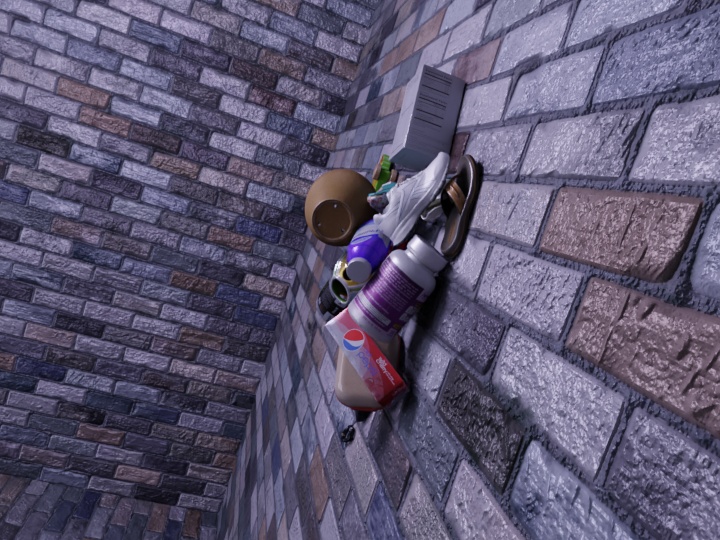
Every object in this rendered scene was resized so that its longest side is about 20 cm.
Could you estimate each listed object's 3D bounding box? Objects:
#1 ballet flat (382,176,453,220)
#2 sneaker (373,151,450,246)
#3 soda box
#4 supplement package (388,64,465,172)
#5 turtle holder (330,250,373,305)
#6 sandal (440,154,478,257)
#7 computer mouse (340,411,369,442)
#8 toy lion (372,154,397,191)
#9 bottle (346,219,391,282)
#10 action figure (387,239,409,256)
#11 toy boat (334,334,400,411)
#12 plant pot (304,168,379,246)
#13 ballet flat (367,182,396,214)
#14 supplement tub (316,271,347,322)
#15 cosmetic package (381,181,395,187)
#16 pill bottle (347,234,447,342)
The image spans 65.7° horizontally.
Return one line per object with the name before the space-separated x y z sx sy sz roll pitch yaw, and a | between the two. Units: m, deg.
ballet flat | 0.120 -0.129 1.164 0.199 0.069 0.070 -22 48 43
sneaker | 0.100 -0.147 1.071 0.201 0.087 0.075 -54 -4 5
soda box | 0.013 0.170 1.092 0.063 0.070 0.200 -37 59 -3
supplement package | 0.152 -0.342 1.280 0.114 0.108 0.202 163 122 -74
turtle holder | 0.004 0.010 1.321 0.131 0.142 0.185 -33 0 -29
sandal | 0.175 -0.127 1.051 0.082 0.054 0.202 178 107 -76
computer mouse | -0.015 0.341 1.305 0.059 0.034 0.201 -92 22 -51
toy lion | 0.052 -0.252 1.697 0.192 0.068 0.202 -98 27 -75
bottle | 0.015 -0.042 1.139 0.083 0.066 0.200 -18 21 21
action figure | 0.104 -0.091 1.267 0.099 0.064 0.202 137 148 -81
toy boat | 0.022 0.208 1.191 0.131 0.129 0.202 71 -157 -59
plant pot | -0.051 -0.132 1.283 0.200 0.184 0.188 -75 5 -76
ballet flat | 0.064 -0.161 1.292 0.200 0.075 0.065 -45 -54 -69
supplement tub | -0.043 0.065 1.555 0.200 0.121 0.124 127 155 -57
cosmetic package | 0.065 -0.133 1.508 0.083 0.050 0.202 -170 96 -78
pill bottle | 0.075 0.033 1.081 0.201 0.112 0.112 -51 19 12
